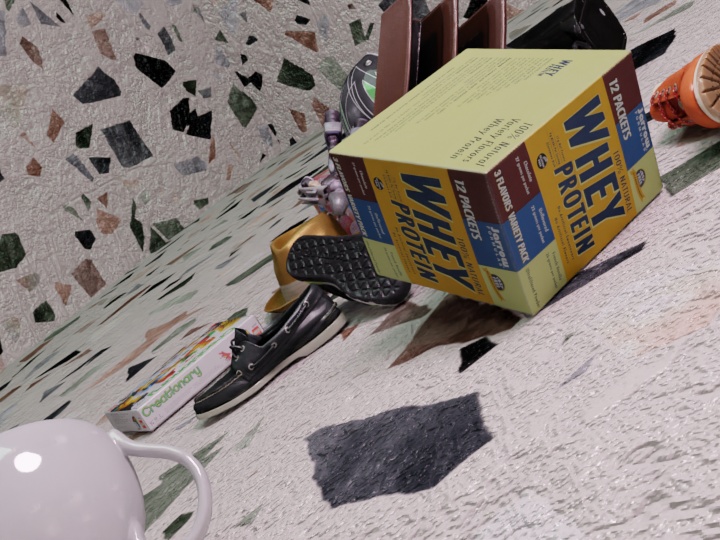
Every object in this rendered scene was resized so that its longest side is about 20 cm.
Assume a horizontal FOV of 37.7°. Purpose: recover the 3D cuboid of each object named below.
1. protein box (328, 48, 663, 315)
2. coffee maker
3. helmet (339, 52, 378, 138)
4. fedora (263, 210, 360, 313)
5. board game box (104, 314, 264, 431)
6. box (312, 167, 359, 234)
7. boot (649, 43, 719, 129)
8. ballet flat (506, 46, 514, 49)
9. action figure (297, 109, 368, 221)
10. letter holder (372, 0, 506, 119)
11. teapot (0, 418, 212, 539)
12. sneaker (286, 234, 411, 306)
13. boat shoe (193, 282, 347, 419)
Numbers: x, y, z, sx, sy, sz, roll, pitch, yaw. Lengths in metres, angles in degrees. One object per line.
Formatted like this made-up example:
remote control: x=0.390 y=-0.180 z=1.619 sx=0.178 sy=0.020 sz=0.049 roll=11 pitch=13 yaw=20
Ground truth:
protein box: x=0.120 y=-0.088 z=0.930 sx=0.198 sy=0.136 sz=0.199 roll=-39 pitch=31 yaw=-27
coffee maker: x=0.245 y=-0.275 z=1.442 sx=0.199 sy=0.136 sz=0.191 roll=-32 pitch=0 yaw=37
helmet: x=0.062 y=-0.248 z=1.673 sx=0.187 sy=0.204 sz=0.200 roll=-10 pitch=9 yaw=-7
fedora: x=-0.069 y=-0.023 z=1.440 sx=0.199 sy=0.082 sz=0.201 roll=-33 pitch=12 yaw=8
board game box: x=-0.225 y=0.133 z=1.356 sx=0.200 sy=0.035 sz=0.126 roll=-41 pitch=14 yaw=-31
box: x=-0.014 y=-0.115 z=1.634 sx=0.102 sy=0.096 sz=0.200 roll=-33 pitch=11 yaw=-5
boot: x=0.319 y=-0.162 z=0.998 sx=0.106 sy=0.076 sz=0.200 roll=-30 pitch=4 yaw=32
ballet flat: x=0.156 y=-0.166 z=1.182 sx=0.073 sy=0.072 sz=0.203 roll=-21 pitch=60 yaw=45
action figure: x=-0.020 y=-0.137 z=1.457 sx=0.128 sy=0.070 sz=0.202 roll=4 pitch=44 yaw=2
letter holder: x=0.085 y=-0.200 z=1.147 sx=0.099 sy=0.204 sz=0.142 roll=9 pitch=-12 yaw=-20
teapot: x=-0.232 y=0.217 z=0.783 sx=0.196 sy=0.147 sz=0.201 roll=-9 pitch=-39 yaw=-44
sneaker: x=0.000 y=0.000 z=1.189 sx=0.199 sy=0.082 sz=0.073 roll=17 pitch=83 yaw=48
boat shoe: x=-0.110 y=0.085 z=1.158 sx=0.198 sy=0.067 sz=0.075 roll=-34 pitch=12 yaw=-1
